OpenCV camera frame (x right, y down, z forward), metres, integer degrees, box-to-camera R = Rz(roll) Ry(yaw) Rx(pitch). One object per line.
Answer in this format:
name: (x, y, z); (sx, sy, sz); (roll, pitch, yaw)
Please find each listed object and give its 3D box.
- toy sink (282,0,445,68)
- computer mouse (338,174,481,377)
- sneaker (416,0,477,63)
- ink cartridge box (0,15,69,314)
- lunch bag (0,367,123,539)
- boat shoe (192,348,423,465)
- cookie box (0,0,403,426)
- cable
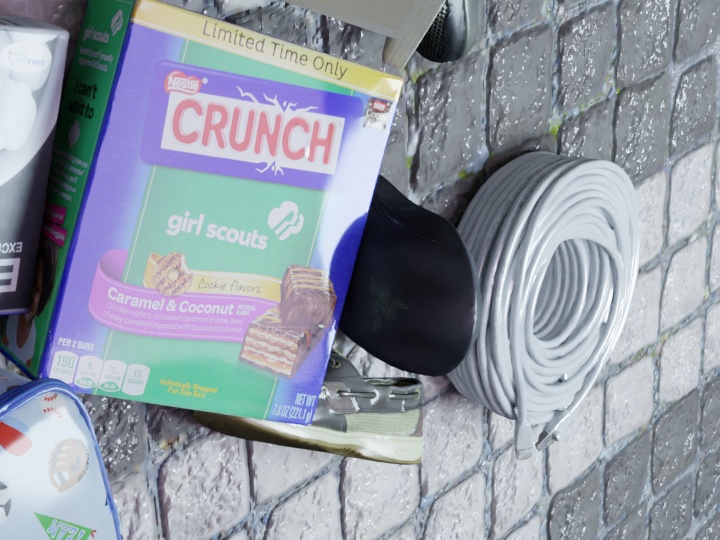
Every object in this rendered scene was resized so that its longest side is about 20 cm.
toy sink: (0.000, -0.199, 0.779); (0.200, 0.111, 0.132); (135, -29, -79)
computer mouse: (0.000, 0.000, 0.920); (0.052, 0.200, 0.140); (1, 108, -28)
sneaker: (-0.001, -0.188, 0.922); (0.114, 0.076, 0.200); (-46, 133, -25)
ink cartridge box: (-0.234, -0.022, 0.733); (0.197, 0.043, 0.202); (-5, 110, -50)
lunch bag: (-0.186, 0.159, 0.760); (0.160, 0.075, 0.202); (-36, 124, -46)
boat shoe: (-0.028, 0.082, 1.012); (0.200, 0.071, 0.067); (18, 78, -49)
cookie box: (-0.084, -0.031, 0.851); (0.170, 0.075, 0.202); (12, 95, -34)
cable: (0.135, 0.012, 1.176); (0.200, 0.069, 0.201); (-46, 135, -29)
